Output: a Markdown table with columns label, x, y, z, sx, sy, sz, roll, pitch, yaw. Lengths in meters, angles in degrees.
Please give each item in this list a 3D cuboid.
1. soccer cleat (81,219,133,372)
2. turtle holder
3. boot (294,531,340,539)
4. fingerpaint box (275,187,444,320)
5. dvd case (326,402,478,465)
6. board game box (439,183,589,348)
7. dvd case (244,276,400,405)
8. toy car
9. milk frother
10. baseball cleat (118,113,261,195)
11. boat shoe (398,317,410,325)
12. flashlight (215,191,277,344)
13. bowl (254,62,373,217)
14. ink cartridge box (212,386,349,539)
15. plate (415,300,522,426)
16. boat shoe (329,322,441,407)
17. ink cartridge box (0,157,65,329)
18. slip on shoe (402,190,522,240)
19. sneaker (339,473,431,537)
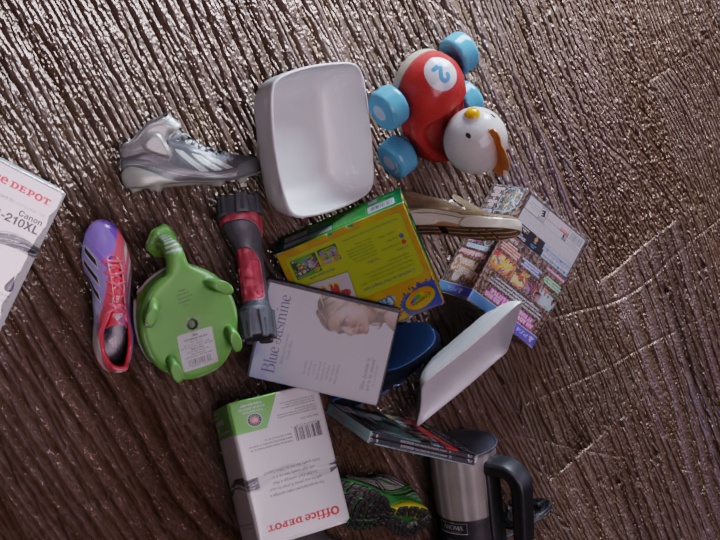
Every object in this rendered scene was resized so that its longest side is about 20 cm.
| label | x | y | z | sx | sy | sz | roll | pitch | yaw |
| --- | --- | --- | --- | --- | --- | --- | --- | --- | --- |
| soccer cleat | -0.328 | 0.035 | 1.416 | 0.066 | 0.076 | 0.204 | -5 | 101 | -28 |
| turtle holder | -0.250 | 0.051 | 1.431 | 0.141 | 0.131 | 0.186 | -45 | 115 | -14 |
| boot | -0.076 | 0.368 | 1.619 | 0.198 | 0.069 | 0.134 | 21 | 82 | -35 |
| fingerpaint box | 0.000 | 0.000 | 1.549 | 0.197 | 0.074 | 0.169 | -22 | 110 | 7 |
| dvd case | 0.062 | 0.248 | 1.627 | 0.198 | 0.145 | 0.022 | 19 | 92 | -30 |
| board game box | 0.243 | -0.009 | 1.714 | 0.159 | 0.096 | 0.202 | 35 | 81 | -28 |
| dvd case | -0.053 | 0.101 | 1.519 | 0.196 | 0.018 | 0.145 | 13 | 96 | -5 |
| toy car | 0.146 | -0.213 | 1.547 | 0.184 | 0.199 | 0.178 | -39 | 141 | -23 |
| milk frother | 0.213 | 0.354 | 1.751 | 0.200 | 0.177 | 0.192 | -39 | 124 | -66 |
| baseball cleat | -0.227 | -0.160 | 1.446 | 0.197 | 0.069 | 0.109 | -10 | 103 | -28 |
| boat shoe | 0.049 | 0.058 | 1.636 | 0.071 | 0.067 | 0.204 | -9 | 106 | -29 |
| flashlight | -0.156 | -0.004 | 1.469 | 0.066 | 0.068 | 0.204 | -3 | 75 | -19 |
| bowl | -0.073 | -0.183 | 1.500 | 0.199 | 0.074 | 0.204 | -22 | 110 | -47 |
| ink cartridge box | -0.114 | 0.279 | 1.532 | 0.143 | 0.084 | 0.204 | -10 | 80 | -27 |
| plate | 0.154 | 0.136 | 1.621 | 0.199 | 0.200 | 0.032 | -38 | 70 | -16 |
| boat shoe | 0.041 | 0.140 | 1.611 | 0.068 | 0.198 | 0.085 | 35 | 37 | -43 |
| ink cartridge box | -0.475 | -0.043 | 1.318 | 0.144 | 0.084 | 0.203 | 28 | 85 | -30 |
| slip on shoe | 0.147 | -0.085 | 1.624 | 0.076 | 0.196 | 0.062 | 51 | 44 | -69 |
| sneaker | 0.017 | 0.353 | 1.657 | 0.198 | 0.085 | 0.078 | 26 | 108 | -38 |
